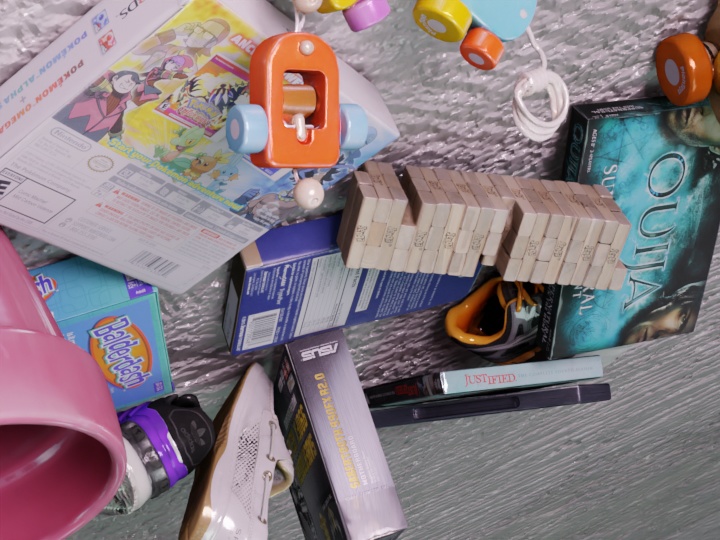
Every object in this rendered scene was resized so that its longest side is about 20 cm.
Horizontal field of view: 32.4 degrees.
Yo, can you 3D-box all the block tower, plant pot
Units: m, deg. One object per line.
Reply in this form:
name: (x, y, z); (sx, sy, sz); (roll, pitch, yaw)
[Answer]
block tower: (0.085, -0.030, 0.832); (0.197, 0.054, 0.058); (6, 121, -18)
plant pot: (-0.240, 0.052, 0.654); (0.198, 0.180, 0.201); (-18, 151, -10)

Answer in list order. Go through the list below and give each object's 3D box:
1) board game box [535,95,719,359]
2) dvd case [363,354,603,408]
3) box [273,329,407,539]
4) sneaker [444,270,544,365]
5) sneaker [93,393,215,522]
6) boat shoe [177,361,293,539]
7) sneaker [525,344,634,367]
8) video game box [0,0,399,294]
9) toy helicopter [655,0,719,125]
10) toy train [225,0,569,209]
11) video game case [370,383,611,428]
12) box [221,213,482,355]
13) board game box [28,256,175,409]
board game box: (0.206, -0.033, 0.919); (0.134, 0.028, 0.202); (-9, 124, -18)
dvd case: (0.096, 0.097, 1.062); (0.144, 0.022, 0.200); (-4, 171, -20)
box: (-0.025, 0.157, 0.994); (0.048, 0.160, 0.200); (-14, 161, -14)
sneaker: (0.151, 0.016, 1.007); (0.077, 0.079, 0.200); (12, 137, -41)
sneaker: (-0.162, 0.133, 0.925); (0.099, 0.070, 0.199); (-30, -172, -27)
boat shoe: (-0.084, 0.148, 0.934); (0.069, 0.201, 0.071); (27, 121, -10)
sneaker: (0.225, 0.042, 1.126); (0.084, 0.074, 0.199); (-4, 156, -48)
video game box: (-0.100, -0.073, 0.689); (0.181, 0.047, 0.199); (-32, 151, 19)
toy helicopter: (0.261, -0.142, 0.753); (0.078, 0.133, 0.201); (-16, 151, -13)
toy train: (0.013, -0.115, 0.631); (0.198, 0.152, 0.055); (-9, -171, -32)
video game case: (0.115, 0.122, 1.113); (0.198, 0.019, 0.143); (-11, 172, 21)
box: (0.000, 0.000, 0.906); (0.198, 0.033, 0.122); (-12, 150, -19)
board game box: (-0.228, 0.062, 0.824); (0.198, 0.045, 0.153); (-16, 152, -13)
